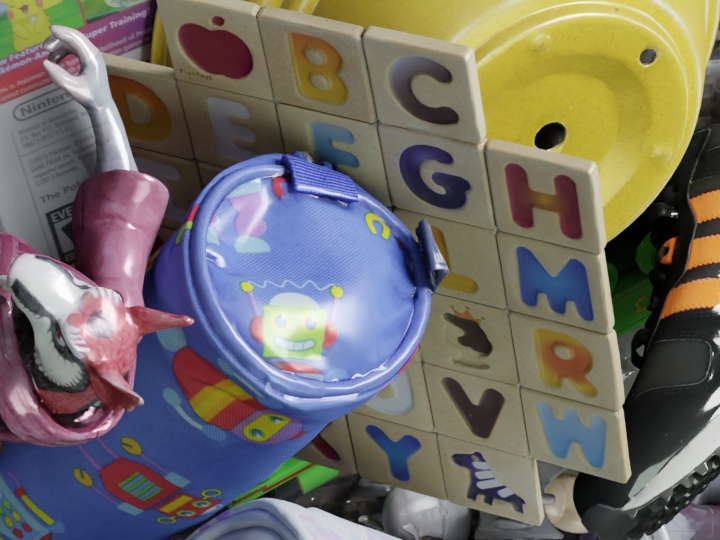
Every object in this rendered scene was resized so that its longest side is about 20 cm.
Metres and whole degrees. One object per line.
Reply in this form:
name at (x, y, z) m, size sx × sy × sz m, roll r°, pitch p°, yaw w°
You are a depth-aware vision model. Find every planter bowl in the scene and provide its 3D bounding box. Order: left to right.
planter bowl at (0.043, -0.059, 0.897) m, size 0.200 × 0.084 × 0.201 m, roll -15°, pitch 130°, yaw -19°

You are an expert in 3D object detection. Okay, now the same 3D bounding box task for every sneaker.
sneaker at (0.118, 0.000, 0.978) m, size 0.200 × 0.090 × 0.070 m, roll -47°, pitch 171°, yaw -20°

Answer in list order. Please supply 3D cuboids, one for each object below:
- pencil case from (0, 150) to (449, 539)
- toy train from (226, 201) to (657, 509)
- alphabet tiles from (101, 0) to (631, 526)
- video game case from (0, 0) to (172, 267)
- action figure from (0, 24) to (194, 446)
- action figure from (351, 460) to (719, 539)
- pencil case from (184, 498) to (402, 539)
pencil case at (-0.055, 0.030, 0.887) m, size 0.078 × 0.087 × 0.200 m, roll 22°, pitch 149°, yaw -21°
toy train at (0.031, 0.029, 1.018) m, size 0.199 × 0.042 × 0.056 m, roll -28°, pitch 143°, yaw -9°
alphabet tiles at (0.000, 0.000, 0.883) m, size 0.006 × 0.166 × 0.200 m, roll -57°, pitch 150°, yaw -36°
video game case at (-0.037, -0.098, 0.896) m, size 0.199 × 0.023 × 0.183 m, roll -23°, pitch 132°, yaw -11°
action figure at (-0.120, 0.016, 0.806) m, size 0.134 × 0.200 × 0.150 m, roll -23°, pitch 120°, yaw -35°
action figure at (0.084, 0.090, 1.044) m, size 0.199 × 0.130 × 0.070 m, roll 2°, pitch 98°, yaw -36°
pencil case at (0.026, 0.136, 0.927) m, size 0.200 × 0.091 × 0.083 m, roll 21°, pitch 142°, yaw -39°
